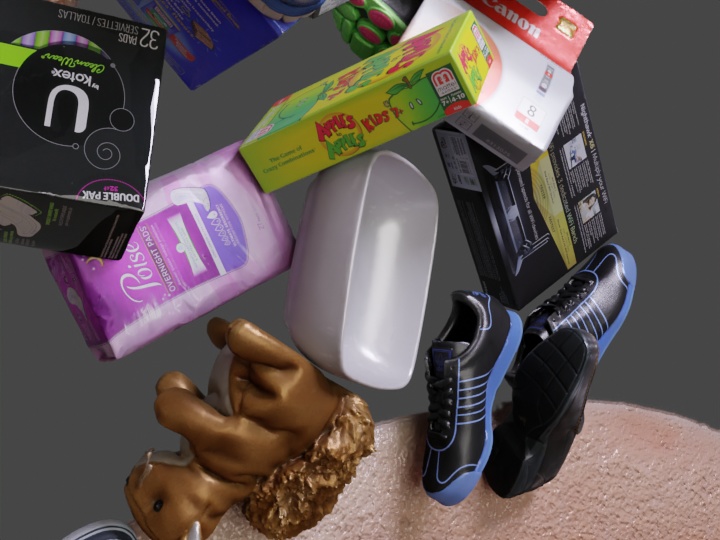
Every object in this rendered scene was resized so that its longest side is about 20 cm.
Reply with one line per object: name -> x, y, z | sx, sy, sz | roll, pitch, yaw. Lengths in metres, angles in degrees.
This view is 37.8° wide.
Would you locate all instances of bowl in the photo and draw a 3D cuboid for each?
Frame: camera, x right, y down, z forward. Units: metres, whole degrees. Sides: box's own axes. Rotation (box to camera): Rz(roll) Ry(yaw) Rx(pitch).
bowl -> 0.000, 0.000, 0.935 | 0.200, 0.074, 0.201 | 24, 74, -66

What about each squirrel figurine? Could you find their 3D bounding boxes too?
squirrel figurine -> -0.093, 0.160, 0.881 | 0.199, 0.141, 0.187 | 34, 79, -20

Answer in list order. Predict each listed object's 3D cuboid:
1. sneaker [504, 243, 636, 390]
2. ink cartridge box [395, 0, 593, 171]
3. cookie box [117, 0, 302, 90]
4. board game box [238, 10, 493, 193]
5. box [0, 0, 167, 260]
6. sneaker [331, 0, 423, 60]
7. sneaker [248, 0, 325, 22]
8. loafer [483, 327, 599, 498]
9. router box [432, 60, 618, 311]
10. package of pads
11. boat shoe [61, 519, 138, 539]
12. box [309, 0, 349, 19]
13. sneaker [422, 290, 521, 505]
sneaker -> 0.217, 0.050, 1.086 | 0.078, 0.070, 0.201 | 36, 73, -29
ink cartridge box -> 0.130, -0.212, 0.965 | 0.162, 0.050, 0.201 | 32, 65, -6
cookie box -> -0.132, -0.248, 0.840 | 0.075, 0.200, 0.171 | -47, 108, -22
board game box -> 0.005, -0.138, 0.868 | 0.048, 0.199, 0.102 | 59, 28, -20
box -> -0.255, -0.106, 0.758 | 0.199, 0.124, 0.150 | 9, 71, -19
sneaker -> 0.055, -0.235, 1.021 | 0.199, 0.077, 0.084 | 22, 63, -31
sneaker -> -0.083, -0.261, 0.703 | 0.200, 0.089, 0.079 | 42, 68, -19
loafer -> 0.187, 0.136, 1.026 | 0.072, 0.073, 0.201 | 0, 130, -31
router box -> 0.169, -0.086, 1.049 | 0.157, 0.052, 0.201 | -34, 119, -25
package of pads -> -0.155, -0.019, 0.887 | 0.199, 0.076, 0.121 | -28, 97, -27
boat shoe -> -0.242, 0.281, 0.816 | 0.200, 0.091, 0.071 | -43, 107, -23
box -> -0.011, -0.335, 0.959 | 0.199, 0.048, 0.159 | -33, 75, -26
sneaker -> 0.088, 0.117, 1.001 | 0.078, 0.070, 0.201 | 28, 73, -35
